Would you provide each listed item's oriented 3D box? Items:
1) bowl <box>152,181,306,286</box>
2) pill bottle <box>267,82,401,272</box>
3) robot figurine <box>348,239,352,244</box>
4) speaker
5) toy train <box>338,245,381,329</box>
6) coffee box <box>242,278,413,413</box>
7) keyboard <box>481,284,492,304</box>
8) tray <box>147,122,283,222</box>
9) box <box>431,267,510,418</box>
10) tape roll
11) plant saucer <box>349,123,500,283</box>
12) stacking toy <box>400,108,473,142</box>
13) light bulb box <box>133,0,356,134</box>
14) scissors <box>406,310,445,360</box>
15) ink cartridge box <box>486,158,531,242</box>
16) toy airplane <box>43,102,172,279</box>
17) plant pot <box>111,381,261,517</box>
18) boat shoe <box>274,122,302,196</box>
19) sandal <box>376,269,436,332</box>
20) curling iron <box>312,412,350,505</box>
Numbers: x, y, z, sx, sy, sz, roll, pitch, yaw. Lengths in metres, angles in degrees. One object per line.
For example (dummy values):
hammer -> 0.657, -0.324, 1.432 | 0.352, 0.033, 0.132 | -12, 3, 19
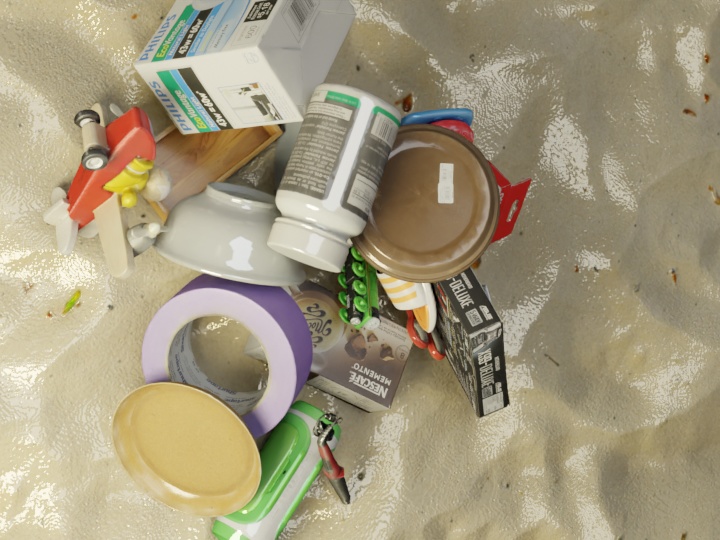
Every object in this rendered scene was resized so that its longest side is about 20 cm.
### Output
bowl -> -0.154, -0.054, 1.527 | 0.199, 0.201, 0.091 | 11, 102, -21
pill bottle -> -0.034, -0.108, 1.445 | 0.112, 0.113, 0.202 | 22, 83, -18
robot figurine -> -0.027, -0.119, 1.581 | 0.169, 0.112, 0.202 | 9, 84, -55
speaker -> -0.106, 0.270, 1.575 | 0.088, 0.088, 0.201 | 38, 71, -14
toy train -> 0.000, 0.000, 1.629 | 0.056, 0.042, 0.201 | 30, 37, -31
coffee box -> -0.040, 0.097, 1.628 | 0.199, 0.080, 0.114 | 28, 70, -17
keyboard -> 0.155, 0.049, 1.655 | 0.011, 0.200, 0.057 | -22, 90, -7
tray -> -0.208, -0.160, 1.618 | 0.200, 0.037, 0.099 | -41, 99, -23
box -> 0.138, 0.076, 1.614 | 0.049, 0.201, 0.158 | -21, 51, -7
tape roll -> -0.163, 0.105, 1.514 | 0.198, 0.085, 0.202 | 4, 107, 12
plant saucer -> 0.075, -0.086, 1.507 | 0.198, 0.029, 0.203 | 0, 80, -1
stacking toy -> 0.115, -0.101, 1.567 | 0.109, 0.116, 0.202 | -7, 62, -24
light bulb box -> -0.141, -0.287, 1.533 | 0.125, 0.198, 0.199 | 56, 45, -40
scissors -> 0.066, 0.036, 1.681 | 0.073, 0.014, 0.201 | 24, 34, -45
ink cartridge box -> 0.132, -0.080, 1.692 | 0.199, 0.117, 0.067 | -21, 54, -32
toy airplane -> -0.300, -0.101, 1.496 | 0.140, 0.199, 0.202 | 4, 97, -31
plant pot -> -0.210, 0.215, 1.502 | 0.200, 0.200, 0.028 | 46, 33, -11
boat shoe -> -0.072, -0.121, 1.655 | 0.066, 0.070, 0.202 | 8, 78, -37
sandal -> 0.044, -0.015, 1.601 | 0.059, 0.079, 0.209 | -18, 96, -13
curling iron -> -0.029, 0.248, 1.571 | 0.025, 0.201, 0.050 | 20, 56, 26
